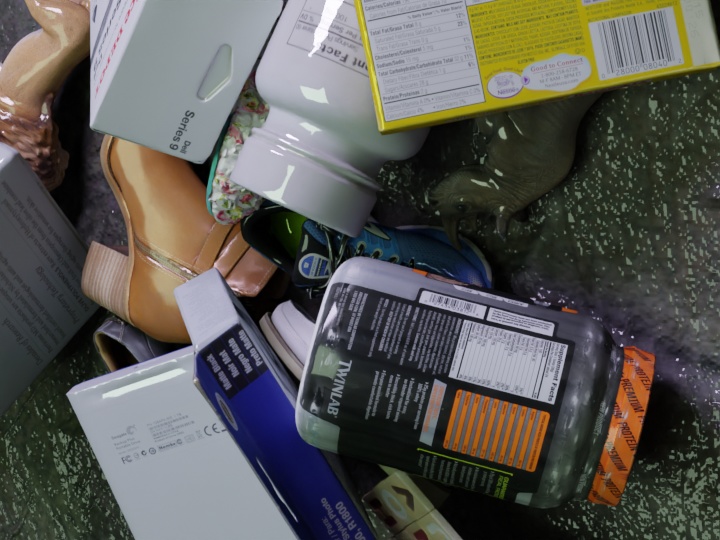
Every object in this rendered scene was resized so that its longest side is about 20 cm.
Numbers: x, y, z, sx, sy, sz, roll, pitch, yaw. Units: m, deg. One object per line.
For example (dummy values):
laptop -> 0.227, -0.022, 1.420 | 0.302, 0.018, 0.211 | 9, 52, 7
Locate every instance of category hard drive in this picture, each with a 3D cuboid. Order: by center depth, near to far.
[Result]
hard drive -> -0.117, 0.158, 1.195 | 0.132, 0.025, 0.200 | -19, 103, 18

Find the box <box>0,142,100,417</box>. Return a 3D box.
box -> -0.343, -0.016, 1.261 | 0.199, 0.171, 0.200 | 30, 161, 32

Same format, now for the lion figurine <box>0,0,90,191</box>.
lion figurine -> -0.252, -0.163, 1.274 | 0.122, 0.072, 0.200 | 42, 119, 17

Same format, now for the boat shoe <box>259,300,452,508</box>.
boat shoe -> 0.010, 0.076, 1.111 | 0.068, 0.075, 0.200 | -50, 56, 4

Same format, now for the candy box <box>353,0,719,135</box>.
candy box -> 0.099, -0.146, 0.928 | 0.200, 0.026, 0.102 | -11, 85, 1

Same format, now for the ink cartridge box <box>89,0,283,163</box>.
ink cartridge box -> -0.121, -0.190, 1.083 | 0.146, 0.084, 0.200 | -61, 24, 30

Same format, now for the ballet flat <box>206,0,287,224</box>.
ballet flat -> -0.047, -0.123, 1.078 | 0.064, 0.076, 0.200 | 14, 85, 20

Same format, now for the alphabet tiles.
alphabet tiles -> 0.077, 0.212, 1.034 | 0.200, 0.008, 0.167 | 49, 160, 5

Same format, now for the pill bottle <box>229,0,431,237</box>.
pill bottle -> 0.000, -0.128, 1.001 | 0.114, 0.114, 0.200 | 25, 92, 33

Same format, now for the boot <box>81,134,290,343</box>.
boot -> -0.119, -0.041, 1.189 | 0.155, 0.077, 0.200 | 20, 97, 26

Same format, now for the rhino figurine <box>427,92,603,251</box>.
rhino figurine -> 0.096, -0.093, 1.002 | 0.087, 0.060, 0.200 | 26, 118, 7

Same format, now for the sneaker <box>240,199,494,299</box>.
sneaker -> 0.000, 0.000, 1.085 | 0.200, 0.089, 0.079 | 22, 113, 32

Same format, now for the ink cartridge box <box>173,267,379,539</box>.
ink cartridge box -> -0.050, 0.107, 1.058 | 0.041, 0.200, 0.200 | -31, 108, -1

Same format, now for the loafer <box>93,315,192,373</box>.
loafer -> -0.145, 0.122, 1.241 | 0.073, 0.072, 0.200 | -37, 76, 37

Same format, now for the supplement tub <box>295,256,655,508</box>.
supplement tub -> 0.070, 0.071, 0.983 | 0.200, 0.123, 0.123 | 15, 111, 6
